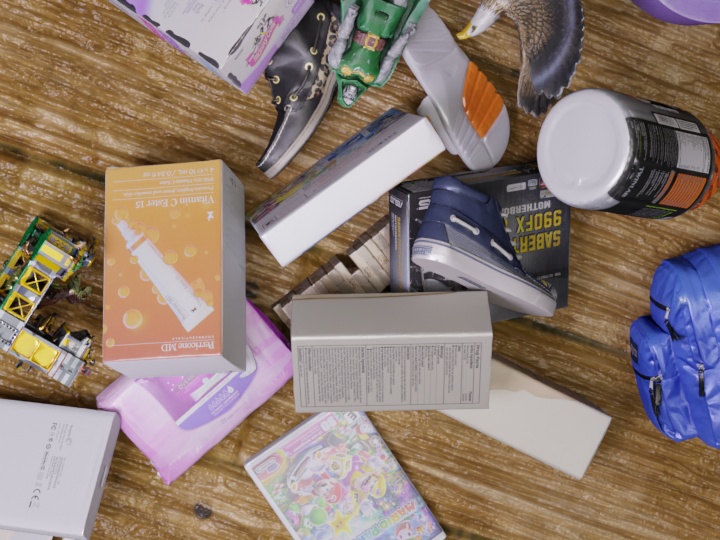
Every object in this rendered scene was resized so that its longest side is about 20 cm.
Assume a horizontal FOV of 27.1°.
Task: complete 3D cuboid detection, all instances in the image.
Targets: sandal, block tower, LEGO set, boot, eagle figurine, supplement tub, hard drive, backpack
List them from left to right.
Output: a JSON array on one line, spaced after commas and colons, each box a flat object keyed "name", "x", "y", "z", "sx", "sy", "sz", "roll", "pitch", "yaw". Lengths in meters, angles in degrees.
[{"name": "hard drive", "x": -0.355, "y": 0.198, "z": 1.524, "sx": 0.199, "sy": 0.026, "sz": 0.133, "roll": 5, "pitch": 64, "yaw": 14}, {"name": "LEGO set", "x": -0.301, "y": 0.033, "z": 1.497, "sx": 0.116, "sy": 0.200, "sz": 0.154, "roll": 33, "pitch": 79, "yaw": -19}, {"name": "boot", "x": -0.096, "y": -0.213, "z": 1.547, "sx": 0.150, "sy": 0.073, "sz": 0.201, "roll": 30, "pitch": 89, "yaw": -12}, {"name": "block tower", "x": 0.000, "y": 0.000, "z": 1.599, "sx": 0.200, "sy": 0.058, "sz": 0.054, "roll": -39, "pitch": 101, "yaw": 0}, {"name": "sandal", "x": 0.086, "y": -0.197, "z": 1.582, "sx": 0.079, "sy": 0.059, "sz": 0.207, "roll": -43, "pitch": 113, "yaw": -24}, {"name": "boot", "x": 0.139, "y": -0.022, "z": 1.517, "sx": 0.200, "sy": 0.073, "sz": 0.091, "roll": 27, "pitch": 75, "yaw": -42}, {"name": "eagle figurine", "x": 0.170, "y": -0.271, "z": 1.547, "sx": 0.200, "sy": 0.152, "sz": 0.151, "roll": 52, "pitch": 131, "yaw": 4}, {"name": "supplement tub", "x": 0.286, "y": -0.117, "z": 1.553, "sx": 0.199, "sy": 0.122, "sz": 0.123, "roll": 5, "pitch": 99, "yaw": -47}, {"name": "backpack", "x": 0.377, "y": 0.077, "z": 1.610, "sx": 0.167, "sy": 0.163, "sz": 0.201, "roll": -11, "pitch": 100, "yaw": -3}]

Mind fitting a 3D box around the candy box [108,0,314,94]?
[{"name": "candy box", "x": -0.146, "y": -0.298, "z": 1.475, "sx": 0.200, "sy": 0.072, "sz": 0.168, "roll": 36, "pitch": 88, "yaw": 24}]

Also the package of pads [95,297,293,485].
[{"name": "package of pads", "x": -0.170, "y": 0.117, "z": 1.580, "sx": 0.200, "sy": 0.076, "sz": 0.121, "roll": -41, "pitch": 101, "yaw": -1}]

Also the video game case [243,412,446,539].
[{"name": "video game case", "x": -0.016, "y": 0.254, "z": 1.650, "sx": 0.143, "sy": 0.018, "sz": 0.200, "roll": -34, "pitch": 101, "yaw": -3}]

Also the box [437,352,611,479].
[{"name": "box", "x": 0.161, "y": 0.143, "z": 1.623, "sx": 0.199, "sy": 0.095, "sz": 0.078, "roll": 26, "pitch": 93, "yaw": -12}]

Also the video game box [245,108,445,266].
[{"name": "video game box", "x": -0.021, "y": -0.088, "z": 1.520, "sx": 0.200, "sy": 0.182, "sz": 0.047, "roll": -36, "pitch": 105, "yaw": -2}]

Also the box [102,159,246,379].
[{"name": "box", "x": -0.186, "y": 0.000, "z": 1.504, "sx": 0.124, "sy": 0.097, "sz": 0.201, "roll": -4, "pitch": 76, "yaw": 9}]

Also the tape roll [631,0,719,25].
[{"name": "tape roll", "x": 0.367, "y": -0.362, "z": 1.588, "sx": 0.199, "sy": 0.085, "sz": 0.201, "roll": -1, "pitch": 97, "yaw": -9}]

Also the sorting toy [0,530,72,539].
[{"name": "sorting toy", "x": -0.387, "y": 0.326, "z": 1.581, "sx": 0.179, "sy": 0.107, "sz": 0.201, "roll": -6, "pitch": 99, "yaw": -27}]

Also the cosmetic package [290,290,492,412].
[{"name": "cosmetic package", "x": 0.031, "y": 0.082, "z": 1.503, "sx": 0.199, "sy": 0.073, "sz": 0.104, "roll": -1, "pitch": 127, "yaw": -1}]

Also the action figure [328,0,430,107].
[{"name": "action figure", "x": 0.019, "y": -0.253, "z": 1.487, "sx": 0.118, "sy": 0.055, "sz": 0.201, "roll": 17, "pitch": 116, "yaw": -10}]

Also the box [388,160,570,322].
[{"name": "box", "x": 0.127, "y": -0.025, "z": 1.576, "sx": 0.199, "sy": 0.048, "sz": 0.159, "roll": -9, "pitch": 110, "yaw": -24}]
